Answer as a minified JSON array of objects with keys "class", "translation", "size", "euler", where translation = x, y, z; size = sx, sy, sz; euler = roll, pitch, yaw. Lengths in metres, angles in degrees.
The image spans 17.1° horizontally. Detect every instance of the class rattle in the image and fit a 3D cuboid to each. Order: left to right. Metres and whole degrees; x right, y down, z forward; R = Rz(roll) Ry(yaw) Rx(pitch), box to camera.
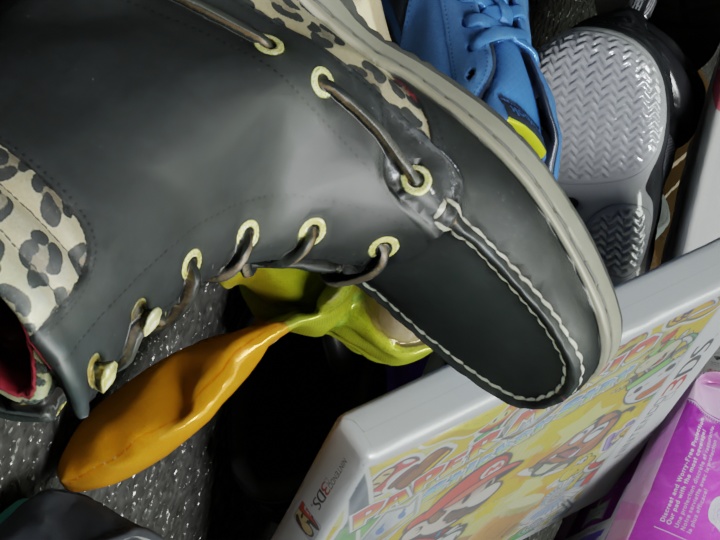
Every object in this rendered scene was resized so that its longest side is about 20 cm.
[{"class":"rattle","translation":[-0.051,-0.053,0.738],"size":[0.130,0.143,0.200],"euler":[-106,-179,-59]}]

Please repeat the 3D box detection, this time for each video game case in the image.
[{"class":"video game case","translation":[0.049,0.072,0.897],"size":[0.200,0.023,0.182],"euler":[-23,156,-32]}]

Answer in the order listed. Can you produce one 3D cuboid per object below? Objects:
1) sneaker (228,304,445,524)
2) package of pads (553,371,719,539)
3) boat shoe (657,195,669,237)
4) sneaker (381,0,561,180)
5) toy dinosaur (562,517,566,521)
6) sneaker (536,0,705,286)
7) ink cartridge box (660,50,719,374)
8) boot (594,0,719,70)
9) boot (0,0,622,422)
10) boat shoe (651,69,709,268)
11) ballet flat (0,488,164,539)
[{"class":"sneaker","translation":[0.000,0.000,0.872],"size":[0.100,0.070,0.200],"euler":[10,95,-70]},{"class":"package of pads","translation":[0.134,0.119,1.044],"size":[0.200,0.076,0.121],"euler":[117,-3,-76]},{"class":"boat shoe","translation":[0.101,-0.011,1.177],"size":[0.071,0.072,0.200],"euler":[-45,-172,26]},{"class":"sneaker","translation":[0.042,-0.073,0.834],"size":[0.078,0.066,0.200],"euler":[-24,-118,58]},{"class":"toy dinosaur","translation":[0.054,0.086,1.142],"size":[0.060,0.106,0.200],"euler":[55,45,-17]},{"class":"sneaker","translation":[0.100,-0.024,1.012],"size":[0.114,0.075,0.200],"euler":[-53,155,-55]},{"class":"ink cartridge box","translation":[0.182,-0.027,1.057],"size":[0.200,0.085,0.146],"euler":[92,14,-74]},{"class":"boot","translation":[0.121,-0.202,1.095],"size":[0.138,0.077,0.200],"euler":[-84,171,-67]},{"class":"boot","translation":[-0.034,-0.003,0.623],"size":[0.073,0.204,0.154],"euler":[-30,-161,49]},{"class":"boat shoe","translation":[0.154,-0.045,1.329],"size":[0.073,0.063,0.200],"euler":[-35,141,-26]},{"class":"ballet flat","translation":[-0.108,0.121,0.655],"size":[0.200,0.073,0.073],"euler":[-43,145,-57]}]
